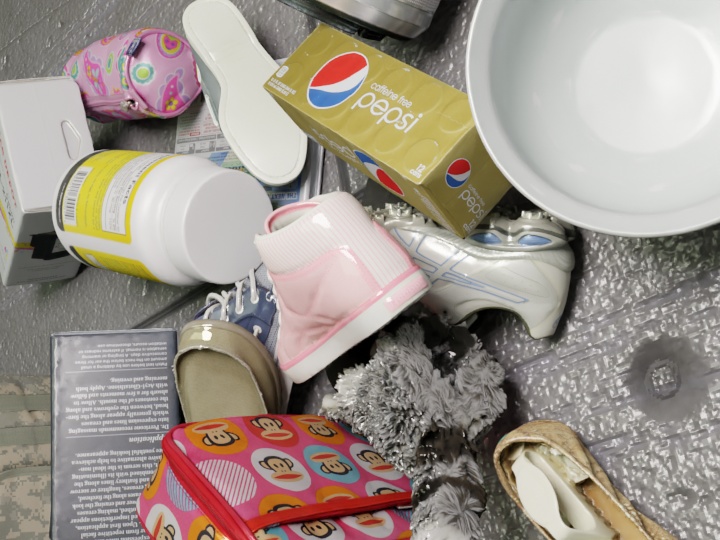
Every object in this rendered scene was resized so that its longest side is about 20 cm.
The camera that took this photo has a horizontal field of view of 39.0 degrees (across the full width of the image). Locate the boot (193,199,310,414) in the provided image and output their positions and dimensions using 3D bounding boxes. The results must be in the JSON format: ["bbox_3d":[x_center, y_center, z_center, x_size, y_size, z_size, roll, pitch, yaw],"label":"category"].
[{"bbox_3d":[-0.088,0.032,0.815,0.073,0.090,0.200,-91,13,-69],"label":"boot"}]

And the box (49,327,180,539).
[{"bbox_3d":[-0.211,0.162,0.895,0.148,0.107,0.200,128,139,-74],"label":"box"}]

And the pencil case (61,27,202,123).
[{"bbox_3d":[-0.228,-0.188,1.002,0.200,0.087,0.088,12,92,56],"label":"pencil case"}]

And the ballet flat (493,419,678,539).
[{"bbox_3d":[0.147,0.169,0.612,0.200,0.065,0.071,45,116,39],"label":"ballet flat"}]

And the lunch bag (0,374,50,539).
[{"bbox_3d":[-0.315,0.206,0.995,0.118,0.164,0.200,-47,54,32],"label":"lunch bag"}]

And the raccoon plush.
[{"bbox_3d":[0.017,0.119,0.679,0.134,0.097,0.200,-48,16,44],"label":"raccoon plush"}]

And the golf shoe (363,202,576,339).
[{"bbox_3d":[0.050,0.001,0.713,0.200,0.078,0.097,6,102,34],"label":"golf shoe"}]

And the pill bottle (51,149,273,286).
[{"bbox_3d":[-0.175,-0.047,0.899,0.200,0.114,0.114,10,91,44],"label":"pill bottle"}]

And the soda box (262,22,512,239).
[{"bbox_3d":[0.019,-0.100,0.692,0.068,0.064,0.200,-48,44,-4],"label":"soda box"}]

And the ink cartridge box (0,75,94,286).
[{"bbox_3d":[-0.338,-0.089,1.063,0.200,0.083,0.146,-45,59,58],"label":"ink cartridge box"}]

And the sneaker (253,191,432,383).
[{"bbox_3d":[-0.029,0.007,0.700,0.105,0.075,0.200,50,153,1],"label":"sneaker"}]

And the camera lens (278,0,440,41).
[{"bbox_3d":[0.009,-0.281,0.749,0.160,0.160,0.200,39,111,41],"label":"camera lens"}]

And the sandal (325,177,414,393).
[{"bbox_3d":[0.000,0.000,0.797,0.075,0.045,0.200,18,97,43],"label":"sandal"}]

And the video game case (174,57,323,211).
[{"bbox_3d":[-0.107,-0.097,0.936,0.200,0.022,0.183,1,85,44],"label":"video game case"}]

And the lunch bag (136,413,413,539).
[{"bbox_3d":[-0.034,0.176,0.696,0.176,0.200,0.082,39,112,38],"label":"lunch bag"}]

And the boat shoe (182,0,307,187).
[{"bbox_3d":[-0.098,-0.149,0.892,0.062,0.073,0.200,93,152,-65],"label":"boat shoe"}]

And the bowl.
[{"bbox_3d":[0.167,-0.115,0.593,0.201,0.090,0.201,-1,86,16],"label":"bowl"}]

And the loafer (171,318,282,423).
[{"bbox_3d":[-0.098,0.128,0.798,0.076,0.068,0.200,-6,121,13],"label":"loafer"}]
